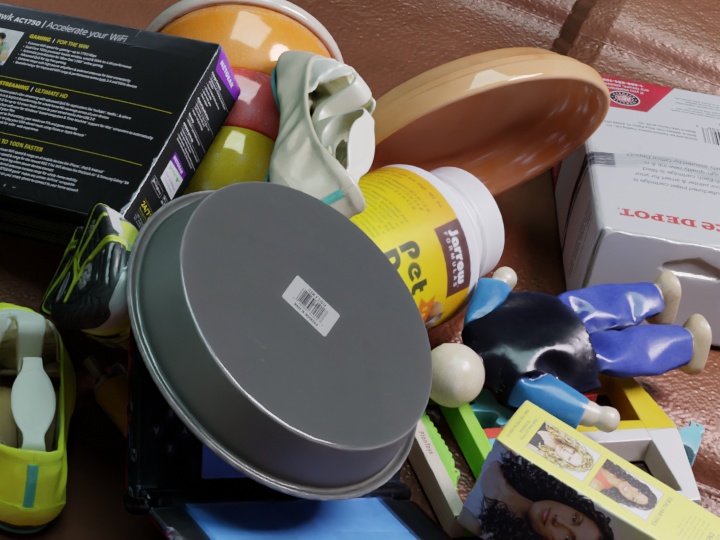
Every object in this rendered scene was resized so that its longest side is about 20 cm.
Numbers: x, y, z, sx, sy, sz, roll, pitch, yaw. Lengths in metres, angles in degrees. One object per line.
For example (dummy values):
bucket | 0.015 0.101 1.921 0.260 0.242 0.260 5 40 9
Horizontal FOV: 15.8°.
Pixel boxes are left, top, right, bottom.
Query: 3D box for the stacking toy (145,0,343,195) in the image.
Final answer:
stacking toy | -0.086 -0.073 1.706 0.145 0.147 0.201 10 47 -7

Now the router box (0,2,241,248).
router box | -0.197 -0.092 1.658 0.199 0.051 0.150 13 58 25

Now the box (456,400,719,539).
box | 0.158 0.162 1.491 0.199 0.076 0.050 30 38 11

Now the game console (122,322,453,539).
game console | -0.021 0.104 1.447 0.199 0.174 0.118 3 -2 -42

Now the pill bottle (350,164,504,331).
pill bottle | 0.000 0.000 1.641 0.109 0.110 0.199 36 41 27

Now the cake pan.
cake pan | -0.038 0.032 1.447 0.199 0.037 0.201 25 44 -27

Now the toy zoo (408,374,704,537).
toy zoo | 0.125 0.110 1.613 0.199 0.021 0.132 -2 39 -23

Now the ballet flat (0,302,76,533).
ballet flat | -0.197 0.066 1.517 0.066 0.067 0.201 2 37 -12

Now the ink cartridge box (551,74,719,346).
ink cartridge box | 0.215 -0.042 1.796 0.143 0.084 0.201 10 34 -7

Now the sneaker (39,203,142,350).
sneaker | -0.138 0.009 1.517 0.076 0.076 0.200 25 -2 -9

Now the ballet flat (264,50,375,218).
ballet flat | -0.019 -0.089 1.609 0.069 0.070 0.201 10 34 -7

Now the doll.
doll | 0.128 0.051 1.632 0.199 0.049 0.137 -9 52 -30

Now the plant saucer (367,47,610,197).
plant saucer | 0.068 -0.093 1.719 0.199 0.200 0.038 -9 67 -29

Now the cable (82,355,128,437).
cable | -0.090 0.123 1.521 0.097 0.050 0.201 7 45 -41
